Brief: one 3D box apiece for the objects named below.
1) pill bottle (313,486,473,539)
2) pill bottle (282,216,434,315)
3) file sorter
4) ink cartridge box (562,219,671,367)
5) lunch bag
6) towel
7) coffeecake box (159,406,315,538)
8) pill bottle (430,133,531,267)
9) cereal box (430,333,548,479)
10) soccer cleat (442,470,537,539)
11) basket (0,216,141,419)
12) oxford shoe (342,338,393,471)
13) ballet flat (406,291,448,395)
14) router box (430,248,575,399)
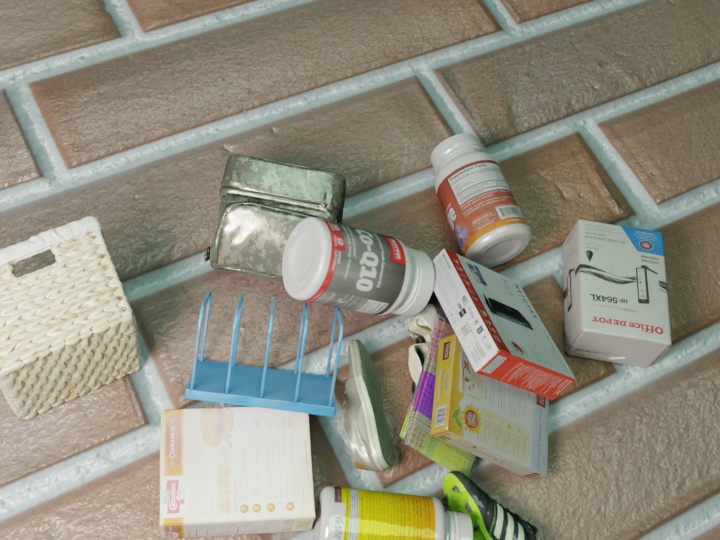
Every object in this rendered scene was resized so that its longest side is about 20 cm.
[{"bbox_3d":[0.041,0.344,1.224,0.197,0.110,0.110,7,59,-5],"label":"pill bottle"},{"bbox_3d":[0.000,0.000,1.328,0.198,0.114,0.115,12,55,-34],"label":"pill bottle"},{"bbox_3d":[-0.127,0.107,1.288,0.197,0.139,0.124,7,100,-5],"label":"file sorter"},{"bbox_3d":[0.397,0.035,1.477,0.144,0.085,0.202,8,59,-5],"label":"ink cartridge box"},{"bbox_3d":[-0.122,-0.065,1.420,0.197,0.139,0.170,12,76,-2],"label":"lunch bag"},{"bbox_3d":[0.131,0.178,1.335,0.143,0.023,0.202,34,60,-29],"label":"towel"},{"bbox_3d":[-0.165,0.265,1.254,0.197,0.073,0.155,0,61,-10],"label":"coffeecake box"},{"bbox_3d":[0.185,-0.114,1.510,0.111,0.113,0.202,-13,63,-17],"label":"pill bottle"},{"bbox_3d":[0.186,0.192,1.324,0.199,0.039,0.145,29,54,-30],"label":"cereal box"},{"bbox_3d":[0.188,0.350,1.280,0.081,0.068,0.201,-25,69,-39],"label":"soccer cleat"},{"bbox_3d":[-0.405,0.065,1.254,0.197,0.201,0.162,-23,69,-21],"label":"basket"},{"bbox_3d":[0.000,0.190,1.334,0.057,0.075,0.202,-22,58,19],"label":"oxford shoe"},{"bbox_3d":[0.101,0.107,1.388,0.072,0.073,0.202,7,62,-6],"label":"ballet flat"},{"bbox_3d":[0.198,0.076,1.356,0.178,0.049,0.201,22,31,-40],"label":"router box"}]
